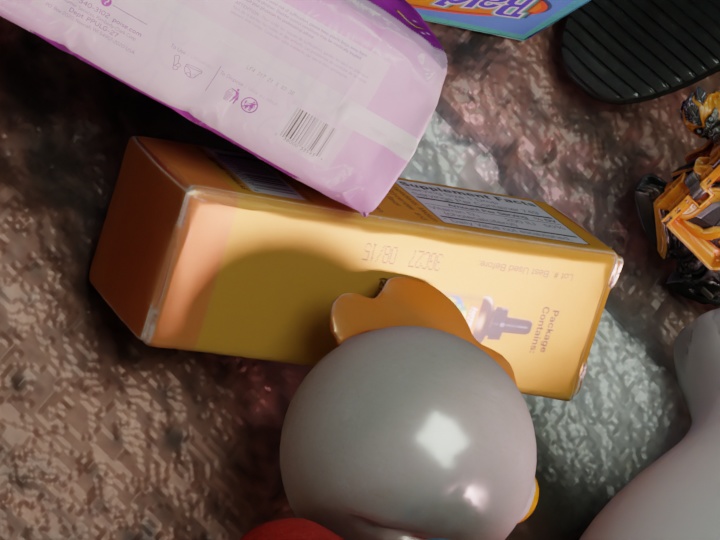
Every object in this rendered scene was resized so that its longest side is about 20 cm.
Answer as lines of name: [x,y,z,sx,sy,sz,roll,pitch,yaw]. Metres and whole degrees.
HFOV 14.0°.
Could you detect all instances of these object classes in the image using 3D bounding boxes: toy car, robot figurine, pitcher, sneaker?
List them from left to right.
toy car: [0.031,0.097,1.082,0.177,0.184,0.200,22,62,-24]
sneaker: [0.174,-0.130,1.309,0.200,0.089,0.074,-38,70,-11]
pitcher: [0.167,0.137,1.193,0.172,0.121,0.200,40,48,-12]
robot figurine: [0.212,-0.004,1.239,0.200,0.145,0.058,40,31,-6]

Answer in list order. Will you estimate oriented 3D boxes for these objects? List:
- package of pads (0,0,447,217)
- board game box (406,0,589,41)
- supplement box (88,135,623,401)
package of pads: [-0.067,-0.105,1.106,0.200,0.121,0.076,29,102,-14]
board game box: [0.057,-0.155,1.165,0.152,0.200,0.045,9,70,-30]
supplement box: [0.000,0.000,1.152,0.200,0.069,0.067,10,107,-28]
